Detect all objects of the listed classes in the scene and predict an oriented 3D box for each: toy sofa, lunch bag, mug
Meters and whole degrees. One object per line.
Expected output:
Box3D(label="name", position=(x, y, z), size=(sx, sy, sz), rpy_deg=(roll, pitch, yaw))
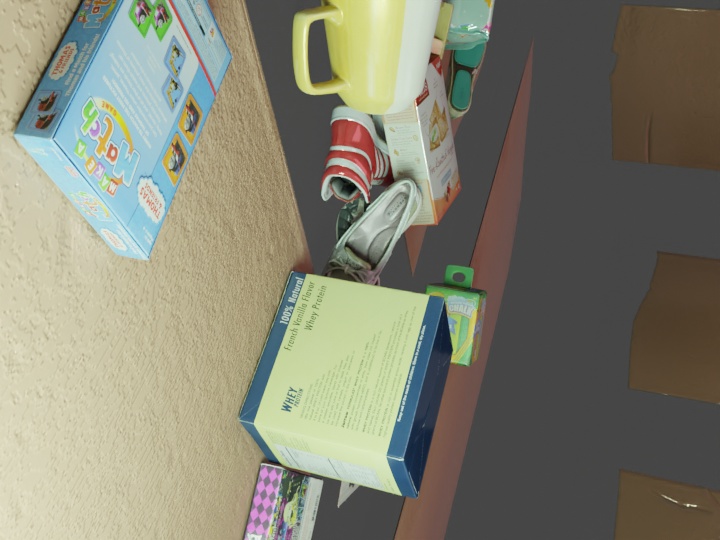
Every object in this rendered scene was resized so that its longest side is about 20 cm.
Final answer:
Box3D(label="toy sofa", position=(0.058, -0.351, 1.152), size=(0.200, 0.095, 0.085), rpy_deg=(-16, 120, -71))
Box3D(label="lunch bag", position=(0.150, -0.451, 1.359), size=(0.200, 0.119, 0.175), rpy_deg=(-142, -121, -79))
Box3D(label="mug", position=(0.005, -0.274, 1.001), size=(0.151, 0.182, 0.156), rpy_deg=(-107, -165, -56))

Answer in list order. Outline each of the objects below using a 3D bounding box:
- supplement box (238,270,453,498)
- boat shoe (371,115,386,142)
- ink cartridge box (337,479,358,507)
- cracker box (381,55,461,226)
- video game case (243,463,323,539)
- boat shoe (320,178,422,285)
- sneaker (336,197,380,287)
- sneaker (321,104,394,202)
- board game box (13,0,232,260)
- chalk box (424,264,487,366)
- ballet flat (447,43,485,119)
Box3D(label="supplement box", position=(-0.009, 0.134, 1.003), size=(0.135, 0.195, 0.203), rpy_deg=(72, 31, -56))
Box3D(label="boat shoe", position=(0.041, -0.234, 1.221), size=(0.203, 0.064, 0.074), rpy_deg=(82, 24, -44))
Box3D(label="ink cartridge box", position=(-0.015, 0.245, 1.318), size=(0.161, 0.049, 0.205), rpy_deg=(-8, 109, -73))
Box3D(label="cracker box", position=(0.085, -0.181, 1.171), size=(0.134, 0.056, 0.204), rpy_deg=(-52, 134, -55))
Box3D(label="video game case", position=(-0.106, 0.358, 1.072), size=(0.181, 0.035, 0.205), rpy_deg=(51, 50, -68))
Box3D(label="boat shoe", position=(0.010, -0.034, 1.108), size=(0.203, 0.074, 0.065), rpy_deg=(-51, 172, 2))
Box3D(label="sneaker", position=(0.000, 0.000, 1.195), size=(0.080, 0.076, 0.205), rpy_deg=(-3, 101, -82))
Box3D(label="sneaker", position=(0.002, -0.126, 1.134), size=(0.200, 0.070, 0.115), rpy_deg=(41, 55, -62))
Box3D(label="board game box", position=(-0.165, -0.135, 0.629), size=(0.152, 0.036, 0.204), rpy_deg=(68, 33, -59))
Box3D(label="chalk box", position=(0.203, 0.092, 1.834), size=(0.124, 0.121, 0.205), rpy_deg=(-4, 102, -73))
Box3D(label="ballet flat", position=(0.207, -0.407, 1.733), size=(0.062, 0.066, 0.204), rpy_deg=(140, -32, -72))
